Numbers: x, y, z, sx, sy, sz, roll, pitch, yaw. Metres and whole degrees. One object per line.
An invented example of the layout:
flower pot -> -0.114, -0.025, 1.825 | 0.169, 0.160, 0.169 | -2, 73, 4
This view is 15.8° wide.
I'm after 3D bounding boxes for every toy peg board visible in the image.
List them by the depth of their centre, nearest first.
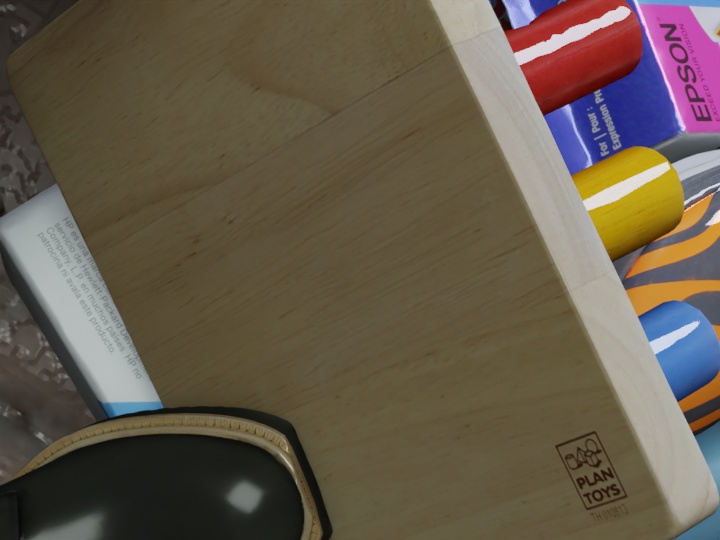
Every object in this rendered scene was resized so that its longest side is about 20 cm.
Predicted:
toy peg board -> 0.019, -0.016, 0.743 | 0.098, 0.200, 0.200 | -26, 90, -35

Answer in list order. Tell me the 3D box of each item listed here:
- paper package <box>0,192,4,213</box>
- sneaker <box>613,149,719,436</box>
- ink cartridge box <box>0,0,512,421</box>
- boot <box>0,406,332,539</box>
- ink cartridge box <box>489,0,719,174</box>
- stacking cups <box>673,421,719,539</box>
paper package -> -0.211, -0.058, 0.801 | 0.190, 0.200, 0.104 | 39, 78, 3
sneaker -> 0.151, 0.002, 0.788 | 0.200, 0.078, 0.112 | -41, 42, -22
ink cartridge box -> 0.000, 0.000, 0.868 | 0.199, 0.085, 0.145 | -31, 84, -9
boot -> -0.116, 0.104, 0.724 | 0.199, 0.138, 0.078 | -23, 92, 20
ink cartridge box -> 0.115, -0.079, 0.861 | 0.199, 0.037, 0.095 | -4, 67, -41
stacking cups -> 0.109, 0.063, 0.846 | 0.199, 0.060, 0.061 | -27, 82, 10
